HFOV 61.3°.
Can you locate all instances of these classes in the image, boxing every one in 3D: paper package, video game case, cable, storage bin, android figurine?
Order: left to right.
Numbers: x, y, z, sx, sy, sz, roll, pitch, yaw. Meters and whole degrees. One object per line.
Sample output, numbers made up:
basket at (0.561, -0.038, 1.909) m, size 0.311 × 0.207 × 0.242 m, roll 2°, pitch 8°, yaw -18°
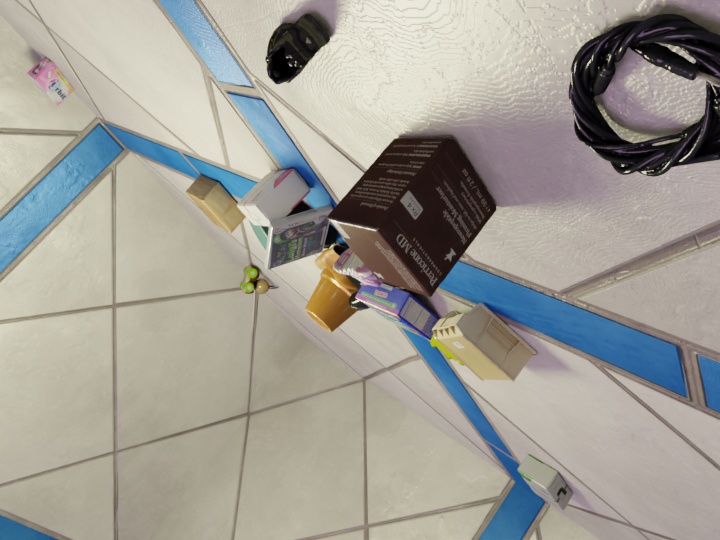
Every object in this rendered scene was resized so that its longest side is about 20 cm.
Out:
paper package at (-0.579, -0.268, 2.440) m, size 0.190 × 0.104 × 0.201 m, roll 27°, pitch 161°, yaw 47°
video game case at (-0.171, -0.089, 1.664) m, size 0.024 × 0.179 × 0.201 m, roll 59°, pitch 153°, yaw 25°
android figurine at (0.256, 0.219, 1.854) m, size 0.181 × 0.041 × 0.200 m, roll 38°, pitch 167°, yaw 13°
storage bin at (0.299, 0.179, 1.517) m, size 0.198 × 0.094 × 0.200 m, roll 42°, pitch 166°, yaw -3°
cable at (0.281, -0.169, 0.613) m, size 0.163 × 0.051 × 0.199 m, roll 46°, pitch 165°, yaw -20°

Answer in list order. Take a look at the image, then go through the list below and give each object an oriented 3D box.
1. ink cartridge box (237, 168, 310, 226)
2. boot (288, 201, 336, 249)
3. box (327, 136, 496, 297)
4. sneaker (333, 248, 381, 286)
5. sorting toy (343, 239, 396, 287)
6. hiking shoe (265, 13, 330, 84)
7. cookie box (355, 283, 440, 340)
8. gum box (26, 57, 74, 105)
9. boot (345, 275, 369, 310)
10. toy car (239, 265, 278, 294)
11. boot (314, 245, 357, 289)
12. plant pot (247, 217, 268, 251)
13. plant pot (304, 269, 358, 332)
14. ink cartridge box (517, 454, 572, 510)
ink cartridge box at (-0.243, -0.201, 1.678) m, size 0.083 × 0.147 × 0.199 m, roll 48°, pitch 165°, yaw -22°
boot at (-0.164, -0.133, 1.839) m, size 0.200 × 0.078 × 0.138 m, roll 42°, pitch 171°, yaw 1°
box at (0.087, -0.096, 1.027) m, size 0.166 × 0.201 × 0.163 m, roll 48°, pitch 163°, yaw -31°
sneaker at (0.000, 0.000, 1.669) m, size 0.088 × 0.081 × 0.199 m, roll 45°, pitch 166°, yaw -31°
sorting toy at (0.047, -0.038, 1.654) m, size 0.201 × 0.036 × 0.185 m, roll 50°, pitch 164°, yaw -17°
hiking shoe at (-0.130, -0.357, 1.012) m, size 0.076 × 0.101 × 0.199 m, roll 45°, pitch 165°, yaw -20°
cookie box at (0.109, 0.109, 1.738) m, size 0.170 × 0.076 × 0.200 m, roll 22°, pitch 169°, yaw 42°
gum box at (-1.438, -0.879, 2.822) m, size 0.066 × 0.114 × 0.201 m, roll 35°, pitch 165°, yaw 18°
boot at (-0.007, 0.046, 1.869) m, size 0.163 × 0.067 × 0.200 m, roll -7°, pitch 147°, yaw 29°
toy car at (-0.560, 0.067, 3.415) m, size 0.197 × 0.161 × 0.164 m, roll 14°, pitch 179°, yaw -21°
boot at (-0.036, -0.007, 1.892) m, size 0.199 × 0.072 × 0.143 m, roll 28°, pitch 153°, yaw -25°
plant pot at (-0.266, -0.145, 1.937) m, size 0.201 × 0.141 × 0.141 m, roll 53°, pitch 162°, yaw -17°
plant pot at (-0.091, 0.106, 2.123) m, size 0.199 × 0.184 × 0.201 m, roll 37°, pitch 165°, yaw 11°
ink cartridge box at (0.719, 0.824, 2.363) m, size 0.146 × 0.083 × 0.201 m, roll 22°, pitch 156°, yaw 50°
